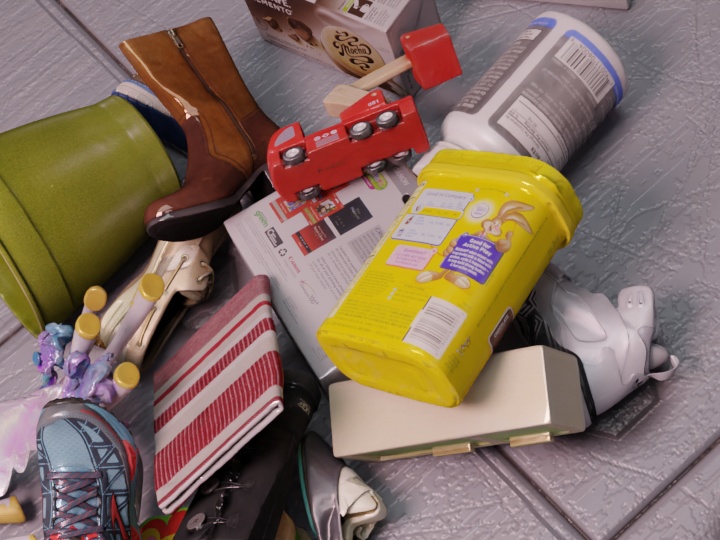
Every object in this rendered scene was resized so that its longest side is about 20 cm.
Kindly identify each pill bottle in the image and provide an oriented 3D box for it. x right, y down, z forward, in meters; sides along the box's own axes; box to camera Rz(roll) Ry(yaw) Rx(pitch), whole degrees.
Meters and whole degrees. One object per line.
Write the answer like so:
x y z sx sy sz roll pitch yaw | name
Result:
0.146 -0.133 1.290 0.114 0.114 0.200 35 75 30 | pill bottle

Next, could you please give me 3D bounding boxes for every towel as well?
-0.119 0.100 1.164 0.144 0.023 0.200 -44 26 15 | towel

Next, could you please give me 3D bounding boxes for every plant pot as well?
-0.283 -0.069 1.347 0.192 0.201 0.200 -35 57 -19 | plant pot

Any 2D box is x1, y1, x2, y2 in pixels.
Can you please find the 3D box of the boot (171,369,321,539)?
-0.123 0.185 1.160 0.164 0.066 0.201 -25 34 35 | boot

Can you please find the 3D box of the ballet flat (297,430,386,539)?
-0.008 0.226 1.157 0.073 0.073 0.201 -12 64 10 | ballet flat

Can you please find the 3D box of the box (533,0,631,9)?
0.178 -0.346 1.397 0.199 0.125 0.098 10 64 20 | box

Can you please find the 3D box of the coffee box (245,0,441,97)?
-0.021 -0.267 1.416 0.199 0.113 0.080 27 71 27 | coffee box

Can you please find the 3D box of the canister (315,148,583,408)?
0.070 0.004 1.131 0.148 0.087 0.200 11 56 44 | canister

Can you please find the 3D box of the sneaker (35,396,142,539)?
-0.216 0.199 1.112 0.079 0.201 0.096 -8 21 5 | sneaker

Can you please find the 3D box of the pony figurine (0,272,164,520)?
-0.244 0.118 1.215 0.166 0.200 0.194 22 45 -15 | pony figurine

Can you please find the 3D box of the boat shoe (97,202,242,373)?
-0.170 0.009 1.331 0.065 0.072 0.200 33 76 19 | boat shoe

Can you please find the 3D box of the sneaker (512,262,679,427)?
0.191 0.032 1.209 0.114 0.075 0.201 -24 62 1 | sneaker

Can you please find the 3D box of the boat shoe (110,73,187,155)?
-0.163 -0.160 1.421 0.199 0.072 0.072 30 62 22 | boat shoe

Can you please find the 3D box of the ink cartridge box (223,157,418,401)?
0.000 0.000 1.274 0.175 0.084 0.200 -31 58 -5 | ink cartridge box

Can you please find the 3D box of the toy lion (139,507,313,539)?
-0.130 0.292 1.163 0.190 0.069 0.201 -17 56 15 | toy lion

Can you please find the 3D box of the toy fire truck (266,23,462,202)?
0.004 -0.147 1.290 0.199 0.049 0.141 -21 37 5 | toy fire truck

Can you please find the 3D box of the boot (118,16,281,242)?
-0.165 -0.139 1.303 0.188 0.068 0.201 -28 81 -31 | boot

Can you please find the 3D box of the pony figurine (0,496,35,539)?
-0.400 0.236 1.224 0.199 0.167 0.194 -24 62 -17 | pony figurine

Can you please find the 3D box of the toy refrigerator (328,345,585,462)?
0.078 0.117 1.153 0.199 0.076 0.071 -13 73 28 | toy refrigerator
